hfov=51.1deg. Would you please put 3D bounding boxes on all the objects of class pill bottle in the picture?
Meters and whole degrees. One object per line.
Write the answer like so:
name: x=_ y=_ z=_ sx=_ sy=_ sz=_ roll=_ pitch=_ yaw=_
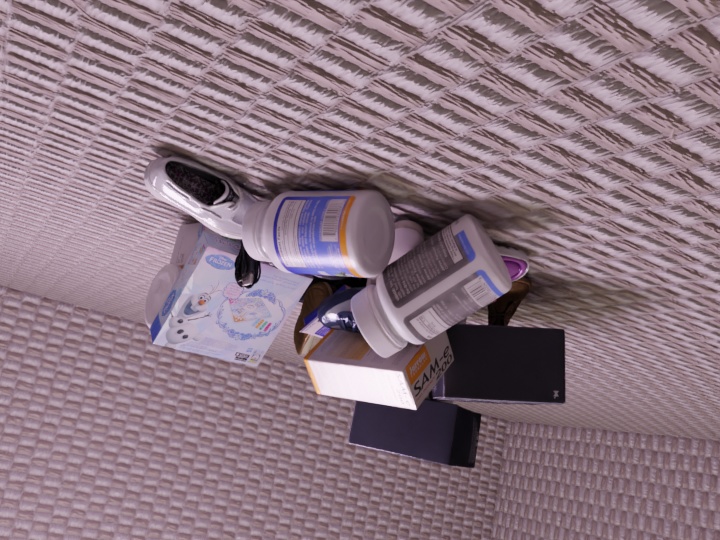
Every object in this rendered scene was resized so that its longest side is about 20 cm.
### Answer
pill bottle: x=-0.265 y=0.073 z=1.312 sx=0.197 sy=0.119 sz=0.115 roll=23 pitch=162 yaw=-37
pill bottle: x=-0.061 y=-0.051 z=1.015 sx=0.196 sy=0.115 sz=0.112 roll=3 pitch=164 yaw=33
pill bottle: x=0.091 y=0.025 z=0.998 sx=0.198 sy=0.116 sz=0.113 roll=-33 pitch=150 yaw=17

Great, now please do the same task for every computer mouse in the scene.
computer mouse: x=-0.088 y=-0.037 z=1.122 sx=0.194 sy=0.142 sz=0.053 roll=5 pitch=151 yaw=-7

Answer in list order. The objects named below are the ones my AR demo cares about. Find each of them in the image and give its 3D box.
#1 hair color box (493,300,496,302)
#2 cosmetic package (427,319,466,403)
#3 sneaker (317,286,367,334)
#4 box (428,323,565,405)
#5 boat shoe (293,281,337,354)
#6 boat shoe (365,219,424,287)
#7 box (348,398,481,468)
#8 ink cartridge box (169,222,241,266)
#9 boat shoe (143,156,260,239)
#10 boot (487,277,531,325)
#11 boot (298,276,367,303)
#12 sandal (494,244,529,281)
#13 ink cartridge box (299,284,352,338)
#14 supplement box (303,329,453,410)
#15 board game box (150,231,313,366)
hair color box: x=0.114 y=0.067 z=1.244 sx=0.110 sy=0.065 sz=0.199 roll=-15 pitch=167 yaw=-46
cosmetic package: x=0.095 y=0.154 z=1.519 sx=0.163 sy=0.205 sz=0.163 roll=-2 pitch=162 yaw=44
sneaker: x=0.020 y=0.073 z=1.119 sx=0.195 sy=0.083 sz=0.071 roll=-9 pitch=134 yaw=22
box: x=0.223 y=0.160 z=1.260 sx=0.194 sy=0.127 sz=0.199 roll=3 pitch=171 yaw=-1
boat shoe: x=-0.072 y=0.084 z=1.378 sx=0.063 sy=0.075 sz=0.201 roll=-6 pitch=151 yaw=-27
boat shoe: x=0.050 y=-0.026 z=1.139 sx=0.073 sy=0.094 sz=0.202 roll=17 pitch=138 yaw=-6
box: x=0.104 y=0.292 z=1.392 sx=0.195 sy=0.107 sz=0.182 roll=6 pitch=167 yaw=25
ink cartridge box: x=-0.218 y=-0.025 z=1.315 sx=0.197 sy=0.086 sz=0.143 roll=-3 pitch=160 yaw=45
boat shoe: x=-0.199 y=-0.103 z=1.042 sx=0.198 sy=0.073 sz=0.068 roll=32 pitch=158 yaw=-32
boot: x=0.244 y=0.055 z=1.265 sx=0.072 sy=0.077 sz=0.200 roll=11 pitch=165 yaw=10
boot: x=-0.020 y=0.043 z=1.433 sx=0.166 sy=0.078 sz=0.198 roll=25 pitch=155 yaw=-33
sandal: x=0.152 y=0.000 z=1.071 sx=0.197 sy=0.051 sz=0.084 roll=-4 pitch=138 yaw=-10
ink cartridge box: x=-0.026 y=0.079 z=1.297 sx=0.099 sy=0.040 sz=0.199 roll=-39 pitch=153 yaw=13
supplement box: x=0.027 y=0.137 z=1.160 sx=0.197 sy=0.126 sz=0.075 roll=1 pitch=122 yaw=40
board game box: x=-0.207 y=0.052 z=1.213 sx=0.197 sy=0.201 sz=0.044 roll=18 pitch=-151 yaw=-36
